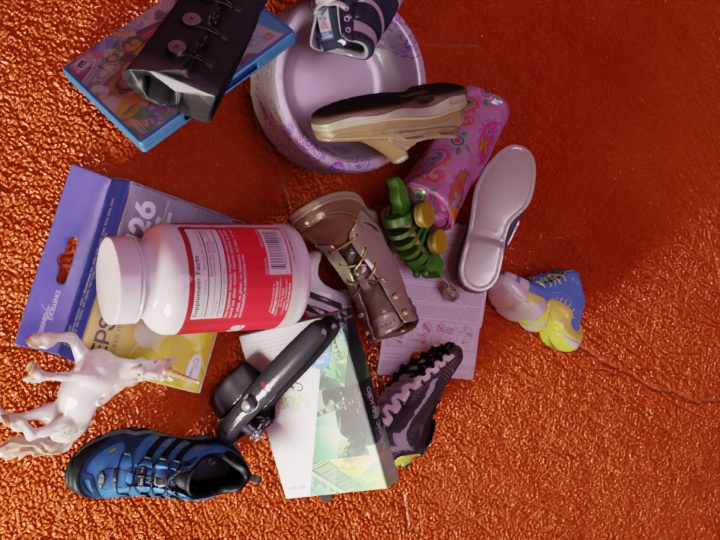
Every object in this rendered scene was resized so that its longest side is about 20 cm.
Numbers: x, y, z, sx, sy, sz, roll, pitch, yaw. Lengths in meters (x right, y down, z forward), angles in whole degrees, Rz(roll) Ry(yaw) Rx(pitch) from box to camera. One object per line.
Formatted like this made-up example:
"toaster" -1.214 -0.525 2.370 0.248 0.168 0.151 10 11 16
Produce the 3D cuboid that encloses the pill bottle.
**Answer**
"pill bottle" -0.160 0.008 0.883 0.198 0.112 0.114 -1 95 -31

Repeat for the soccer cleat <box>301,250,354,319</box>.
"soccer cleat" -0.030 0.068 1.041 0.085 0.068 0.201 -41 108 -17

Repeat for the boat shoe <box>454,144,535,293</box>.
"boat shoe" 0.168 -0.065 1.107 0.072 0.062 0.202 20 79 -1

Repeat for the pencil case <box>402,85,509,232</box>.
"pencil case" 0.115 -0.143 1.079 0.087 0.087 0.201 45 57 -26

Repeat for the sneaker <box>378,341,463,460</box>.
"sneaker" 0.063 0.174 1.049 0.200 0.066 0.091 -42 106 -23

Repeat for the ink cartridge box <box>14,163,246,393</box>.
"ink cartridge box" -0.237 0.012 0.925 0.199 0.047 0.200 19 85 -33

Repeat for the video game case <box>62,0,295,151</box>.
"video game case" -0.185 -0.222 0.887 0.200 0.143 0.018 -40 154 -18

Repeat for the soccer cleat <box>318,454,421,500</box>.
"soccer cleat" 0.011 0.212 1.077 0.199 0.065 0.085 -20 103 -28

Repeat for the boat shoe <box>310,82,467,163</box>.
"boat shoe" 0.037 -0.153 0.947 0.198 0.072 0.077 -15 118 -28

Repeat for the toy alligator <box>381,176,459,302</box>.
"toy alligator" 0.071 -0.020 1.035 0.054 0.059 0.201 -58 132 -38

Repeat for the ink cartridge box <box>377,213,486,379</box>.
"ink cartridge box" 0.089 0.035 1.123 0.160 0.050 0.202 7 94 -31

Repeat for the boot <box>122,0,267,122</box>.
"boot" -0.182 -0.254 0.860 0.163 0.066 0.202 15 66 10

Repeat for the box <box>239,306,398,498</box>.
"box" -0.048 0.153 0.976 0.036 0.143 0.202 -23 97 -58

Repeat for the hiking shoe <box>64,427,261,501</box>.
"hiking shoe" -0.212 0.210 0.929 0.198 0.086 0.075 0 94 -31

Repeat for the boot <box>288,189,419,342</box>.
"boot" 0.000 0.000 0.973 0.200 0.072 0.156 20 47 -67

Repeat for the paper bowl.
"paper bowl" -0.031 -0.212 0.995 0.199 0.104 0.203 -3 95 -31

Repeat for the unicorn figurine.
"unicorn figurine" -0.278 0.118 0.864 0.137 0.200 0.074 22 39 -41

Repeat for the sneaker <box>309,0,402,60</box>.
"sneaker" -0.041 -0.298 0.876 0.199 0.070 0.109 33 73 -34

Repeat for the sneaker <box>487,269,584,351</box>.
"sneaker" 0.250 0.029 1.208 0.200 0.075 0.106 38 64 -39

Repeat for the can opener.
"can opener" -0.096 0.119 0.938 0.079 0.200 0.063 47 29 2
